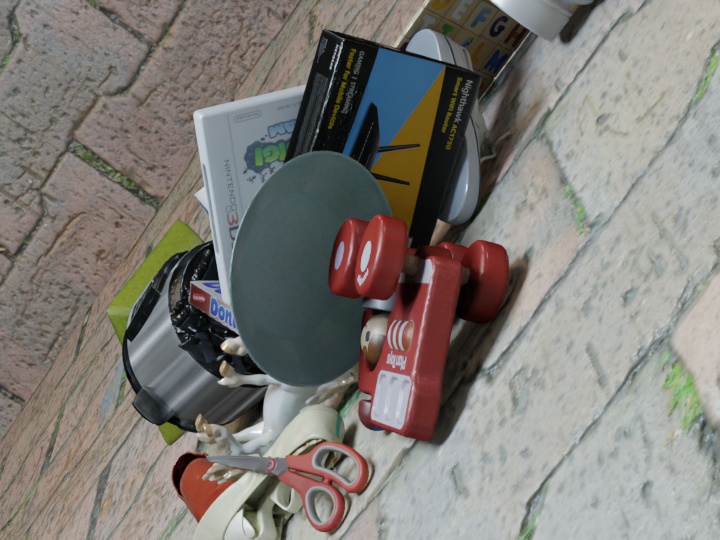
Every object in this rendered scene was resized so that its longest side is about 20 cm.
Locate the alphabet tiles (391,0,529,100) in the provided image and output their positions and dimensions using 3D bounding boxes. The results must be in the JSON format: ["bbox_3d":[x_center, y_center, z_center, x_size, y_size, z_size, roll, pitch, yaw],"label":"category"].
[{"bbox_3d":[0.090,-0.214,1.623,0.200,0.166,0.006,-53,55,16],"label":"alphabet tiles"}]

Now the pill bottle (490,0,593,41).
[{"bbox_3d":[0.201,-0.322,1.511,0.200,0.113,0.113,-54,14,14],"label":"pill bottle"}]

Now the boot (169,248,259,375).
[{"bbox_3d":[-0.099,0.030,1.663,0.073,0.162,0.199,-53,12,43],"label":"boot"}]

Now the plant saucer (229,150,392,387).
[{"bbox_3d":[-0.048,-0.003,1.383,0.039,0.201,0.202,9,64,42],"label":"plant saucer"}]

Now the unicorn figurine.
[{"bbox_3d":[-0.070,0.118,1.501,0.074,0.137,0.201,-92,22,-51],"label":"unicorn figurine"}]

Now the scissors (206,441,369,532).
[{"bbox_3d":[-0.064,0.165,1.401,0.200,0.014,0.074,21,87,50],"label":"scissors"}]

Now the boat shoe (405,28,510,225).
[{"bbox_3d":[0.098,-0.131,1.541,0.075,0.086,0.203,-38,52,41],"label":"boat shoe"}]

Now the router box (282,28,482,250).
[{"bbox_3d":[0.010,-0.101,1.451,0.051,0.148,0.201,38,114,57],"label":"router box"}]

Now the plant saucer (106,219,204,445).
[{"bbox_3d":[-0.204,0.071,1.929,0.048,0.201,0.200,-5,31,26],"label":"plant saucer"}]

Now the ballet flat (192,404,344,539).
[{"bbox_3d":[-0.081,0.206,1.445,0.200,0.069,0.070,-52,15,16],"label":"ballet flat"}]

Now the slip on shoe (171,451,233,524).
[{"bbox_3d":[-0.154,0.223,1.647,0.074,0.061,0.200,-57,15,-6],"label":"slip on shoe"}]

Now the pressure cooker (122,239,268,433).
[{"bbox_3d":[-0.165,0.080,1.768,0.200,0.175,0.180,-41,54,50],"label":"pressure cooker"}]

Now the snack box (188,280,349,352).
[{"bbox_3d":[-0.088,0.044,1.507,0.200,0.071,0.024,26,113,58],"label":"snack box"}]

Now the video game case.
[{"bbox_3d":[-0.044,-0.078,1.479,0.024,0.199,0.183,33,134,60],"label":"video game case"}]

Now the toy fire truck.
[{"bbox_3d":[0.033,0.050,1.321,0.200,0.111,0.169,178,105,-74],"label":"toy fire truck"}]

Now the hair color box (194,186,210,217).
[{"bbox_3d":[-0.088,-0.056,1.617,0.100,0.061,0.200,-39,28,-4],"label":"hair color box"}]
